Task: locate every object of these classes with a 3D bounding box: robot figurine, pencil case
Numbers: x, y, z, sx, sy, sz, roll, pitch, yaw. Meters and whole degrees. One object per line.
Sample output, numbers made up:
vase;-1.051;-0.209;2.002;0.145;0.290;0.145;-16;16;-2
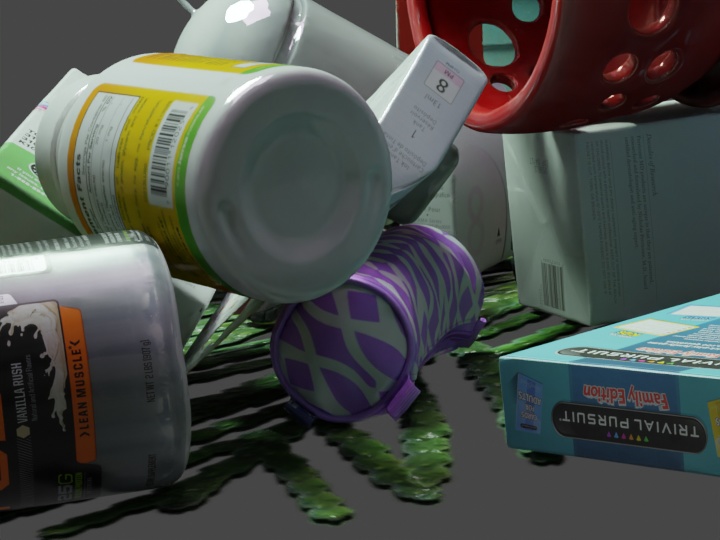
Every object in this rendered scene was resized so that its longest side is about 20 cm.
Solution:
robot figurine;-0.035;-0.106;1.451;0.199;0.113;0.170;27;28;-18
pencil case;0.015;0.026;1.269;0.085;0.084;0.200;31;17;6

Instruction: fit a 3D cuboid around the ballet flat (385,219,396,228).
ballet flat;-0.026;-0.028;1.599;0.056;0.067;0.200;-8;-14;-27

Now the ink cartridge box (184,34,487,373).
ink cartridge box;-0.020;-0.016;1.268;0.057;0.201;0.163;33;-33;-10

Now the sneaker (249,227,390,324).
sneaker;0.000;0.000;1.491;0.081;0.074;0.199;-8;10;-37

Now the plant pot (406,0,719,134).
plant pot;0.145;-0.187;1.383;0.181;0.202;0.200;-7;8;-26

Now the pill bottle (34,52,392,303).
pill bottle;-0.082;-0.051;1.160;0.110;0.112;0.200;-11;13;-33

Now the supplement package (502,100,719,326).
supplement package;0.206;-0.043;1.461;0.199;0.121;0.121;-9;8;-17

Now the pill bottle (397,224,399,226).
pill bottle;0.006;-0.090;1.679;0.111;0.113;0.200;-3;-22;18

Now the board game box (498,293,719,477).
board game box;0.188;0.049;1.102;0.199;0.047;0.150;-14;12;-41

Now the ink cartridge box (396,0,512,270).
ink cartridge box;0.075;-0.103;1.617;0.057;0.202;0.162;8;13;22

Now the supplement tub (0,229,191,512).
supplement tub;-0.184;0.052;1.073;0.198;0.124;0.123;-8;9;-12

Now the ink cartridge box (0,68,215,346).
ink cartridge box;-0.149;-0.023;1.347;0.144;0.084;0.200;32;21;-5

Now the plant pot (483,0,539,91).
plant pot;0.166;-0.144;1.903;0.199;0.198;0.200;-6;8;1

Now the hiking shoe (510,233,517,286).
hiking shoe;0.181;-0.046;1.549;0.086;0.075;0.200;16;42;42
